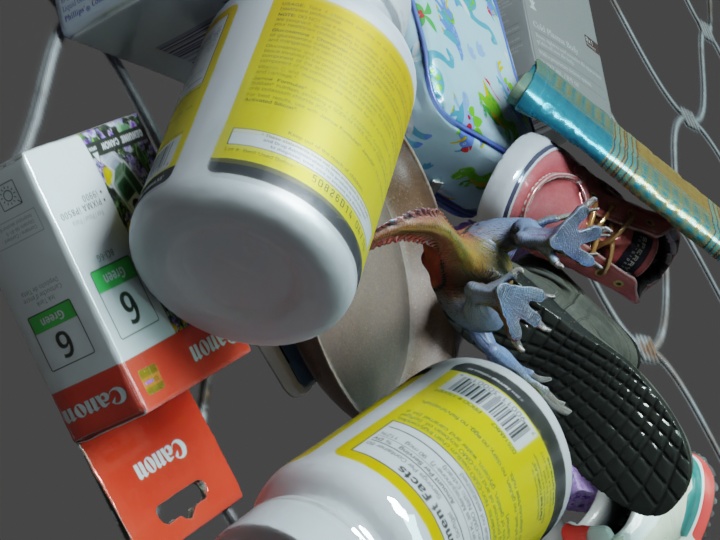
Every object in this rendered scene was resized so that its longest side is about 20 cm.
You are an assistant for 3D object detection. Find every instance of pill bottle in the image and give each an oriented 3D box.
[{"bbox_3d":[-0.035,-0.071,1.028,0.112,0.111,0.201,47,43,-31],"label":"pill bottle"},{"bbox_3d":[0.015,0.131,1.070,0.200,0.114,0.115,-30,95,-49],"label":"pill bottle"}]

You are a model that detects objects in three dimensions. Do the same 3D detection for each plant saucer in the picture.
[{"bbox_3d":[0.000,0.000,1.205,0.200,0.032,0.202,38,46,-54],"label":"plant saucer"}]

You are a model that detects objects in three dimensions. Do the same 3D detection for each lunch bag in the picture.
[{"bbox_3d":[0.042,-0.141,1.362,0.160,0.082,0.201,26,43,-52],"label":"lunch bag"}]

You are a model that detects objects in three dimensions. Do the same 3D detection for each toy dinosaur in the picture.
[{"bbox_3d":[0.066,-0.011,1.143,0.199,0.181,0.106,33,81,-23],"label":"toy dinosaur"}]

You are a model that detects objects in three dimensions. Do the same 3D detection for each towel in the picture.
[{"bbox_3d":[0.180,-0.061,1.342,0.200,0.022,0.147,40,14,1],"label":"towel"}]

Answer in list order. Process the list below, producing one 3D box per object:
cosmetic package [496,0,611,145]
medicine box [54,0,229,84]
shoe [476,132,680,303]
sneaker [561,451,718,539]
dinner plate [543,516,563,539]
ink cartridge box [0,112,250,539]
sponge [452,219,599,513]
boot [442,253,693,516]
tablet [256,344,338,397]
[{"bbox_3d":[0.109,-0.196,1.523,0.107,0.090,0.201,22,54,-48],"label":"cosmetic package"},{"bbox_3d":[-0.090,-0.216,1.182,0.182,0.102,0.201,16,55,-55],"label":"medicine box"},{"bbox_3d":[0.143,-0.031,1.317,0.091,0.072,0.200,28,6,19],"label":"shoe"},{"bbox_3d":[0.153,0.196,1.288,0.093,0.070,0.201,24,76,-33],"label":"sneaker"},{"bbox_3d":[0.085,0.161,1.281,0.200,0.024,0.201,39,38,-39],"label":"dinner plate"},{"bbox_3d":[-0.109,0.031,1.020,0.201,0.050,0.109,64,29,-2],"label":"ink cartridge box"},{"bbox_3d":[0.122,0.064,1.382,0.111,0.030,0.201,17,48,-56],"label":"sponge"},{"bbox_3d":[0.147,0.058,1.280,0.200,0.068,0.130,47,22,20],"label":"boot"},{"bbox_3d":[-0.031,-0.018,1.228,0.131,0.014,0.200,62,28,-8],"label":"tablet"}]
